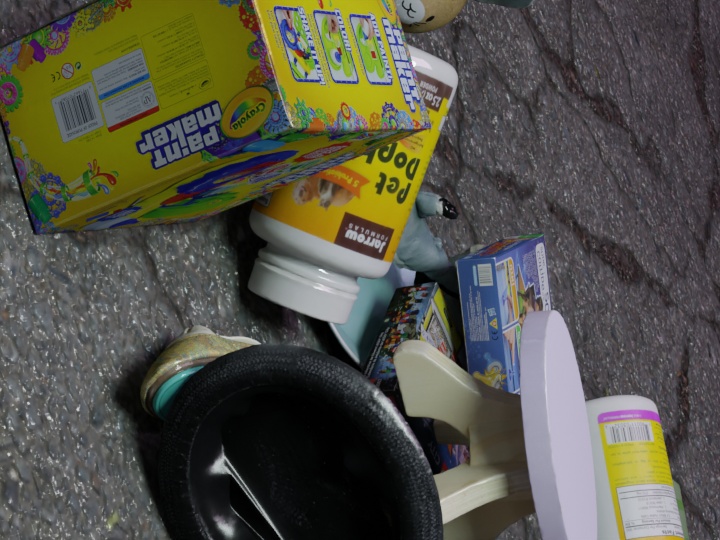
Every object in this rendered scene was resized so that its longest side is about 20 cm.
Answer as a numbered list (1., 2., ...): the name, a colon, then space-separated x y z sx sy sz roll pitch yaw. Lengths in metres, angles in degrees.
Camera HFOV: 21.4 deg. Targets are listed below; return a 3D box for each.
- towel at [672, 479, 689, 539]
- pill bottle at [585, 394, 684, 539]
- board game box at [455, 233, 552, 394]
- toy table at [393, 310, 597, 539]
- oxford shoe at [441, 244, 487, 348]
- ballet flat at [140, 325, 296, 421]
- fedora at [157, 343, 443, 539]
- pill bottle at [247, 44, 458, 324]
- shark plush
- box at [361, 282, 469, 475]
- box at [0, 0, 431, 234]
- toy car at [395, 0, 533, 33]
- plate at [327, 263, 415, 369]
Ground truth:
1. towel: 0.284 0.263 1.849 0.200 0.030 0.151 33 46 -60
2. pill bottle: 0.233 0.221 1.710 0.104 0.104 0.202 21 55 -55
3. board game box: 0.124 0.079 1.532 0.135 0.034 0.202 -20 106 -66
4. toy table: 0.097 0.130 1.364 0.184 0.116 0.202 -35 117 -69
5. oxford shoe: 0.104 0.054 1.633 0.201 0.057 0.076 66 13 -46
6. ballet flat: -0.091 0.068 1.269 0.199 0.070 0.071 16 59 -57
7. fedora: -0.030 0.130 1.211 0.202 0.199 0.092 65 21 -10
8. pill bottle: -0.011 -0.068 1.365 0.109 0.109 0.202 14 97 -58
9. shark plush: 0.036 -0.037 1.482 0.201 0.083 0.091 59 29 -21
10. box: 0.061 0.130 1.486 0.201 0.037 0.137 67 28 -28
11. box: -0.093 -0.115 1.223 0.192 0.199 0.123 -9 80 -61
12. toy car: 0.032 -0.218 1.508 0.165 0.198 0.159 55 30 -34
13. plate: 0.000 0.000 1.510 0.200 0.025 0.202 41 40 -46
